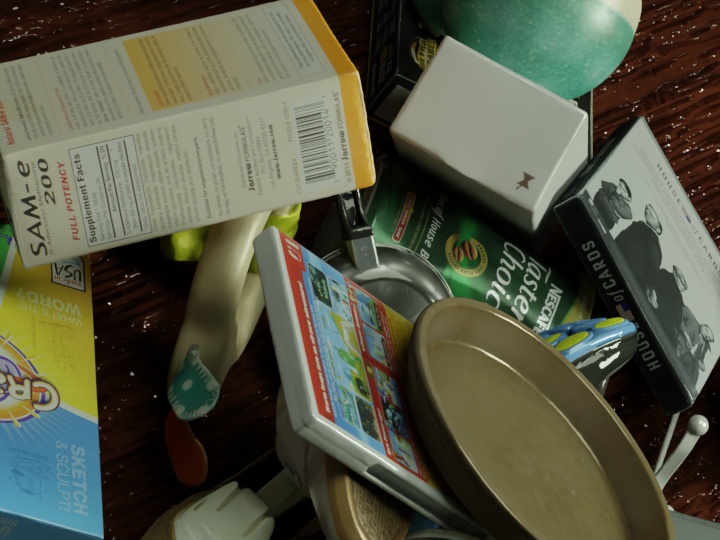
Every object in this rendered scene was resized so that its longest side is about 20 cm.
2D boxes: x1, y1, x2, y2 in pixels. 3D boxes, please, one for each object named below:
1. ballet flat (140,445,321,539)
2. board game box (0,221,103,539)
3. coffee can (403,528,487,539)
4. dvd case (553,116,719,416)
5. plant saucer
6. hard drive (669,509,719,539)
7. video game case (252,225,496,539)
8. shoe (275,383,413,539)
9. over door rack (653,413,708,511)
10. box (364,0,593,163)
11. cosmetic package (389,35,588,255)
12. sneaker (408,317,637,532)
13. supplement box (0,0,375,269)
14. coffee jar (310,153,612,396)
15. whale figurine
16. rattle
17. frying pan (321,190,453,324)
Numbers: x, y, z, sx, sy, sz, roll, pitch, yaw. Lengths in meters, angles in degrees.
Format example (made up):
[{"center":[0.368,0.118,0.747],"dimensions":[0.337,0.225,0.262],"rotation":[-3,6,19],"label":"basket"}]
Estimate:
[{"center":[-0.059,0.135,1.575],"dimensions":[0.068,0.072,0.200],"rotation":[47,38,9],"label":"ballet flat"},{"center":[-0.215,0.054,1.540],"dimensions":[0.153,0.040,0.200],"rotation":[19,44,-28],"label":"board game box"},{"center":[0.008,0.239,1.474],"dimensions":[0.146,0.146,0.200],"rotation":[46,37,5],"label":"coffee can"},{"center":[0.188,-0.007,1.847],"dimensions":[0.150,0.025,0.200],"rotation":[61,22,-7],"label":"dvd case"},{"center":[0.095,0.101,1.585],"dimensions":[0.200,0.029,0.200],"rotation":[37,25,-21],"label":"plant saucer"},{"center":[0.215,0.248,1.707],"dimensions":[0.139,0.033,0.200],"rotation":[17,57,-29],"label":"hard drive"},{"center":[0.023,0.073,1.564],"dimensions":[0.200,0.017,0.143],"rotation":[35,28,-38],"label":"video game case"},{"center":[-0.012,0.090,1.570],"dimensions":[0.070,0.053,0.200],"rotation":[46,24,-30],"label":"shoe"},{"center":[0.258,0.132,1.864],"dimensions":[0.148,0.067,0.200],"rotation":[35,38,-12],"label":"over door rack"},{"center":[0.084,-0.152,1.996],"dimensions":[0.160,0.049,0.200],"rotation":[24,41,-19],"label":"box"},{"center":[0.082,-0.074,1.795],"dimensions":[0.101,0.071,0.200],"rotation":[30,-4,7],"label":"cosmetic package"},{"center":[0.096,0.106,1.701],"dimensions":[0.083,0.071,0.200],"rotation":[46,71,-18],"label":"sneaker"},{"center":[-0.105,-0.079,1.600],"dimensions":[0.200,0.074,0.126],"rotation":[-13,28,-8],"label":"supplement box"},{"center":[0.068,0.020,1.783],"dimensions":[0.200,0.085,0.104],"rotation":[31,51,-15],"label":"coffee jar"},{"center":[0.093,-0.157,1.859],"dimensions":[0.159,0.200,0.104],"rotation":[26,79,-20],"label":"whale figurine"},{"center":[-0.119,0.011,1.640],"dimensions":[0.143,0.130,0.200],"rotation":[27,62,-6],"label":"rattle"},{"center":[0.016,0.004,1.702],"dimensions":[0.115,0.190,0.031],"rotation":[11,5,-21],"label":"frying pan"}]
